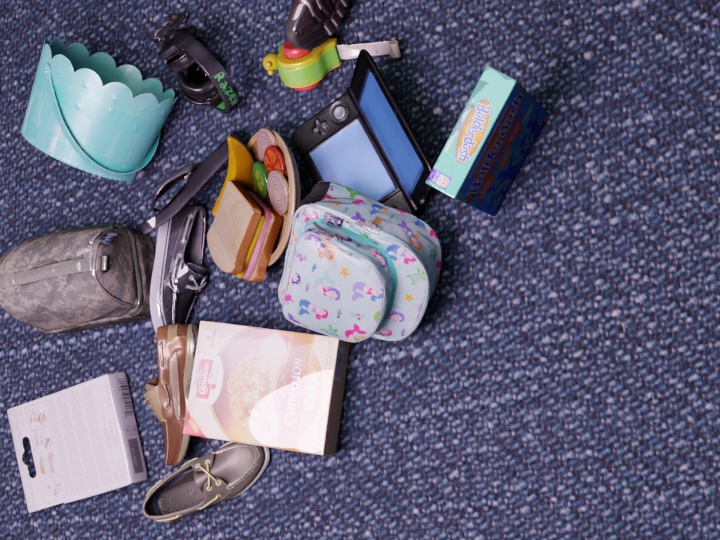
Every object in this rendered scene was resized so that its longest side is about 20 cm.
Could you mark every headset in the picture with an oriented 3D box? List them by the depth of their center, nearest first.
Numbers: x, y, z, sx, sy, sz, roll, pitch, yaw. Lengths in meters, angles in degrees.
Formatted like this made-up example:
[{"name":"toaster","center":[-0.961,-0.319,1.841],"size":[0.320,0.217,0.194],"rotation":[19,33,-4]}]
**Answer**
[{"name":"headset","center":[-0.230,-0.302,1.588],"size":[0.094,0.124,0.199],"rotation":[-44,52,-12]}]

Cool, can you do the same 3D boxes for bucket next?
[{"name":"bucket","center":[-0.373,-0.225,1.589],"size":[0.206,0.207,0.136],"rotation":[30,104,20]}]

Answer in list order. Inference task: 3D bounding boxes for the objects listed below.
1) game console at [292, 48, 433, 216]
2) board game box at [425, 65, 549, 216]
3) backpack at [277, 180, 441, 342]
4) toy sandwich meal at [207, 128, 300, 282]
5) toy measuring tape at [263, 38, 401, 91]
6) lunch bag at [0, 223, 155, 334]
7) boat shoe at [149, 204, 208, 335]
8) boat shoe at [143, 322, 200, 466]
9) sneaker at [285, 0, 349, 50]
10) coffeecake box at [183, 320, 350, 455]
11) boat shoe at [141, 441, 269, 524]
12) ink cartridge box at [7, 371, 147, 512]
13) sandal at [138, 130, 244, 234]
[{"name":"game console","center":[-0.001,-0.154,1.480],"size":[0.175,0.116,0.202],"rotation":[-32,75,16]},{"name":"board game box","center":[0.160,-0.152,1.372],"size":[0.045,0.200,0.153],"rotation":[31,98,20]},{"name":"backpack","center":[0.000,0.000,1.435],"size":[0.198,0.151,0.179],"rotation":[18,125,3]},{"name":"toy sandwich meal","center":[-0.150,-0.092,1.517],"size":[0.204,0.069,0.208],"rotation":[-2,88,59]},{"name":"toy measuring tape","center":[-0.046,-0.282,1.528],"size":[0.197,0.073,0.075],"rotation":[1,87,22]},{"name":"lunch bag","center":[-0.403,0.010,1.597],"size":[0.197,0.167,0.141],"rotation":[-10,83,20]},{"name":"boat shoe","center":[-0.250,0.006,1.594],"size":[0.067,0.072,0.203],"rotation":[0,79,22]},{"name":"boat shoe","center":[-0.263,0.169,1.565],"size":[0.073,0.076,0.203],"rotation":[6,97,-6]},{"name":"sneaker","center":[-0.073,-0.386,1.535],"size":[0.114,0.076,0.201],"rotation":[15,64,34]},{"name":"coffeecake box","center":[-0.125,0.158,1.510],"size":[0.197,0.073,0.156],"rotation":[6,83,14]},{"name":"boat shoe","center":[-0.216,0.294,1.562],"size":[0.200,0.060,0.073],"rotation":[-32,76,16]},{"name":"ink cartridge box","center":[-0.418,0.254,1.657],"size":[0.198,0.057,0.165],"rotation":[-20,80,27]},{"name":"sandal","center":[-0.243,-0.126,1.564],"size":[0.043,0.076,0.201],"rotation":[45,67,-12]}]
